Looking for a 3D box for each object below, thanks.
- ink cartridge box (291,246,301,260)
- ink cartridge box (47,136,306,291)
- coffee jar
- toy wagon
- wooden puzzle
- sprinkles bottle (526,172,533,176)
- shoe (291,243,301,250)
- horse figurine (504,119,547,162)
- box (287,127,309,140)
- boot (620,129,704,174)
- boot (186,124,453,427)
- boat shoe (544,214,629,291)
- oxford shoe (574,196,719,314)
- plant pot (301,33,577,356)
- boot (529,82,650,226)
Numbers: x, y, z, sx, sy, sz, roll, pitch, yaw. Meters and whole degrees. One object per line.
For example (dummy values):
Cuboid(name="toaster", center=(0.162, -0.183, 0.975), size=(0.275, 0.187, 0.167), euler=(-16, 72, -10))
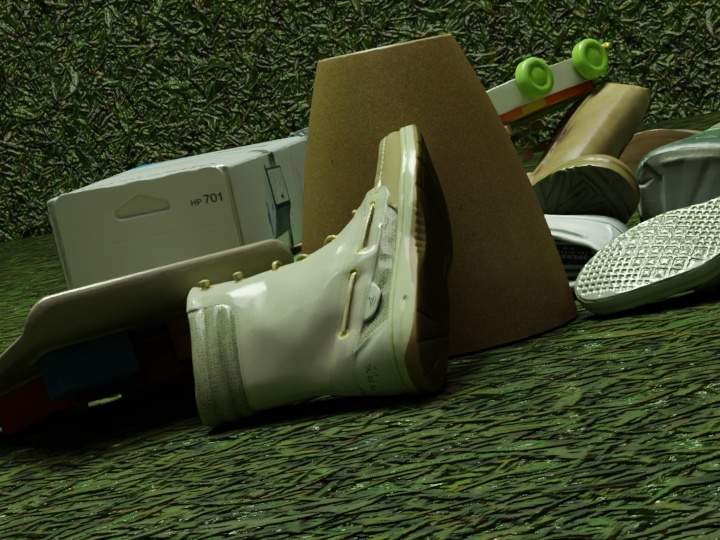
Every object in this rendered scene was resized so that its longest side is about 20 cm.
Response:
Cuboid(name="ink cartridge box", center=(-0.084, 0.027, 1.515), size=(0.199, 0.060, 0.104), euler=(-15, 7, -33))
Cuboid(name="ink cartridge box", center=(-0.129, -0.042, 1.539), size=(0.146, 0.086, 0.200), euler=(-9, 9, 16))
Cuboid(name="coffee jar", center=(0.301, -0.074, 1.613), size=(0.104, 0.086, 0.200), euler=(-3, 10, 30))
Cuboid(name="toy wagon", center=(0.141, -0.147, 1.681), size=(0.200, 0.040, 0.155), euler=(-22, -2, -38))
Cuboid(name="wooden puzzle", center=(-0.151, 0.055, 1.289), size=(0.185, 0.046, 0.200), euler=(-15, -16, -30))
Cuboid(name="sprinkles bottle", center=(0.141, -0.044, 1.736), size=(0.068, 0.069, 0.200), euler=(-10, 6, 10))
Cuboid(name="shoe", center=(0.000, 0.000, 1.631), size=(0.199, 0.072, 0.091), euler=(6, 37, 34))
Cuboid(name="horse figurine", center=(0.088, -0.076, 1.672), size=(0.132, 0.050, 0.200), euler=(-30, -1, 17))
Cuboid(name="box", center=(-0.002, -0.062, 1.789), size=(0.050, 0.158, 0.200), euler=(-53, 1, 8))
Cuboid(name="boot", center=(0.297, -0.112, 2.114), size=(0.199, 0.071, 0.146), euler=(-9, 4, 19))
Cuboid(name="boot", center=(-0.025, 0.002, 1.210), size=(0.154, 0.072, 0.200), euler=(-13, 45, 17))
Cuboid(name="boat shoe", center=(0.097, -0.012, 1.463), size=(0.199, 0.074, 0.067), euler=(-9, 6, 25))
Cuboid(name="oxford shoe", center=(0.237, -0.013, 1.321), size=(0.199, 0.058, 0.075), euler=(-25, 37, -2))
Cuboid(name="plant pot", center=(0.034, -0.051, 1.347), size=(0.186, 0.201, 0.186), euler=(-12, 5, 1))
Cuboid(name="boot", center=(0.179, -0.088, 1.560), size=(0.175, 0.066, 0.200), euler=(-28, 17, 45))
